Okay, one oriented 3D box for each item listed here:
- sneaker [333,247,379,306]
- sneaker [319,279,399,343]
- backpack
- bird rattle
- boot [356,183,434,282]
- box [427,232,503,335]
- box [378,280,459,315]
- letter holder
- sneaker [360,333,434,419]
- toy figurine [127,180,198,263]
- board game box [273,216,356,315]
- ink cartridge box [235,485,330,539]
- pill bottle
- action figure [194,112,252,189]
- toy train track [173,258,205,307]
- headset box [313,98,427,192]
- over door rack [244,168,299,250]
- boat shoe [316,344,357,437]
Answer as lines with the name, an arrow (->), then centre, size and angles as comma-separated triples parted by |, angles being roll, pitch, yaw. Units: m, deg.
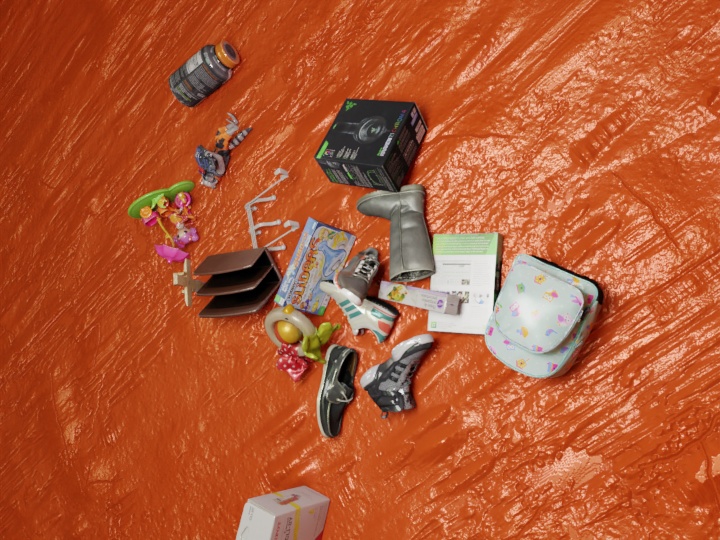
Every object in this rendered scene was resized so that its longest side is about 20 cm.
sneaker -> 0.000, 0.000, 1.332 | 0.077, 0.201, 0.082 | 36, 112, -11
sneaker -> -0.016, 0.090, 1.386 | 0.198, 0.070, 0.095 | 24, 99, 22
backpack -> 0.318, 0.090, 1.134 | 0.174, 0.153, 0.203 | 27, 103, 28
bird rattle -> -0.141, 0.146, 1.406 | 0.163, 0.113, 0.199 | 48, 144, -12
boot -> 0.071, -0.073, 1.357 | 0.179, 0.072, 0.204 | -11, 74, 32
box -> 0.210, 0.026, 1.280 | 0.142, 0.036, 0.204 | 1, 84, 33
box -> 0.115, 0.055, 1.301 | 0.198, 0.041, 0.039 | 11, 91, 50
letter holder -> -0.314, 0.033, 1.538 | 0.197, 0.143, 0.102 | -7, 122, 32
sneaker -> 0.093, 0.222, 1.304 | 0.200, 0.075, 0.115 | -42, 63, 27
toy figurine -> -0.508, -0.118, 1.738 | 0.198, 0.150, 0.186 | -28, 81, 0
board game box -> -0.100, -0.006, 1.426 | 0.034, 0.134, 0.203 | 29, 99, 40
ink cartridge box -> -0.165, 0.552, 1.339 | 0.082, 0.199, 0.148 | 14, 90, 33
pill bottle -> -0.423, -0.544, 1.741 | 0.198, 0.106, 0.108 | -27, 68, 26
action figure -> -0.364, -0.302, 1.669 | 0.195, 0.103, 0.200 | -61, 33, 15
toy train track -> -0.422, 0.039, 1.590 | 0.032, 0.200, 0.117 | -7, 78, 13
headset box -> 0.018, -0.278, 1.387 | 0.198, 0.093, 0.176 | 14, 67, 34
over door rack -> -0.209, -0.131, 1.548 | 0.199, 0.066, 0.150 | -34, 64, 47
boat shoe -> -0.049, 0.266, 1.387 | 0.067, 0.071, 0.204 | 4, 82, 37
